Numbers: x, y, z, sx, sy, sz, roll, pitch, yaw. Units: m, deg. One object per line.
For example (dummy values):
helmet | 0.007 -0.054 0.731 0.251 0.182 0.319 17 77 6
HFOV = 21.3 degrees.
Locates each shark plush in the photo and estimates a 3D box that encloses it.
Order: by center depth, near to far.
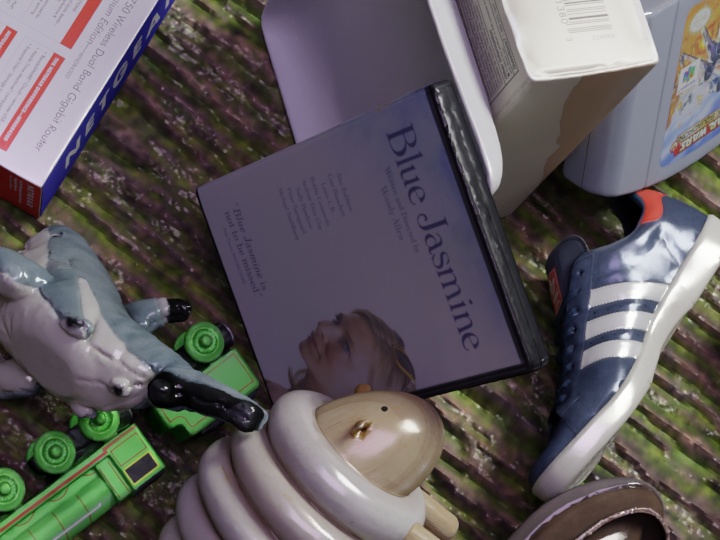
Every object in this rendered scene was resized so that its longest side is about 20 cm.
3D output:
shark plush | -0.123 0.024 0.969 0.083 0.199 0.092 -29 119 -37

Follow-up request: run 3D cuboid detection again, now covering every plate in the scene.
plate | 0.013 -0.096 1.017 0.032 0.200 0.202 -10 72 -25

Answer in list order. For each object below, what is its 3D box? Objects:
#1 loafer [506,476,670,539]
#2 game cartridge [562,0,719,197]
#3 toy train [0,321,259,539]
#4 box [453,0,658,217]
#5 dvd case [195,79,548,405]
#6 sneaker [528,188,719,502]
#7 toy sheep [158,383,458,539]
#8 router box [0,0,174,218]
loafer | 0.090 0.188 0.988 0.199 0.073 0.071 -38 39 -13
game cartridge | 0.192 -0.124 1.087 0.041 0.134 0.199 28 44 34
toy train | -0.138 0.099 1.001 0.199 0.042 0.057 -37 92 -21
box | 0.072 -0.102 1.024 0.077 0.200 0.096 -10 74 -22
dvd case | 0.000 0.000 0.968 0.017 0.199 0.144 -20 91 -42
sneaker | 0.128 0.035 1.063 0.084 0.075 0.201 32 61 6
toy sheep | -0.033 0.138 0.958 0.138 0.138 0.200 43 100 6
router box | -0.207 -0.159 1.072 0.178 0.049 0.201 29 68 0
